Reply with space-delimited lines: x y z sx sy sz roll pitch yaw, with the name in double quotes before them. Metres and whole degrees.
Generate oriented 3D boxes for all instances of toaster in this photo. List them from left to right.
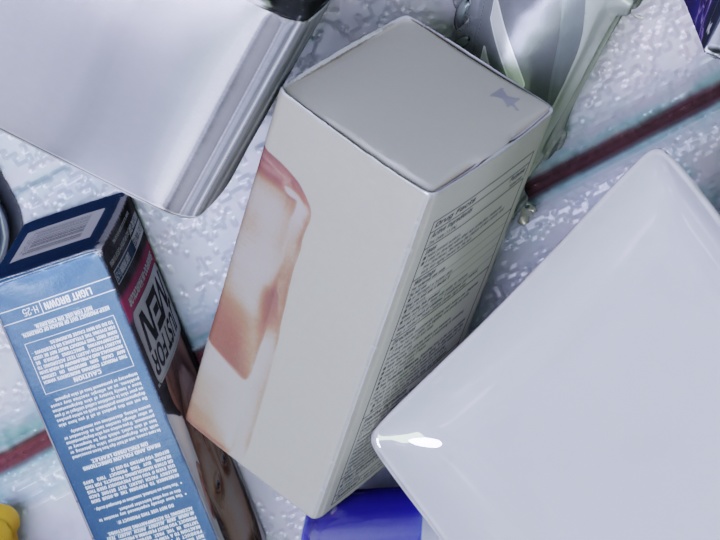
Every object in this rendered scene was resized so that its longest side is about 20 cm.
"toaster" -0.101 -0.126 0.950 0.200 0.181 0.119 27 110 -5

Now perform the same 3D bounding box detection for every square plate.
"square plate" 0.124 0.085 0.914 0.200 0.028 0.198 -47 70 28

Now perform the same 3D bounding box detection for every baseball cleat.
"baseball cleat" 0.063 -0.102 1.017 0.106 0.070 0.200 33 105 9

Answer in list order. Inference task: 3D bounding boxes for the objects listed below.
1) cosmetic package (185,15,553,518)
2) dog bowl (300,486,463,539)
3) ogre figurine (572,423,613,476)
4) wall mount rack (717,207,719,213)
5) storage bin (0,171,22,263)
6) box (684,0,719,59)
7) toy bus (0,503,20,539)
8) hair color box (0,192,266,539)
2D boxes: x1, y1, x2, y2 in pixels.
"cosmetic package" 0.000 0.000 0.980 0.087 0.103 0.200 36 131 19
"dog bowl" 0.019 0.203 1.036 0.079 0.200 0.200 -3 108 6
"ogre figurine" 0.118 0.115 1.020 0.098 0.120 0.200 12 107 0
"wall mount rack" 0.226 0.006 1.030 0.174 0.075 0.200 -35 102 13
"storage bin" -0.273 0.005 1.021 0.200 0.134 0.146 -22 105 10
"box" 0.215 -0.184 0.935 0.079 0.141 0.200 21 107 -4
"toy bus" -0.211 0.214 1.083 0.192 0.136 0.200 1 109 3
"hair color box" -0.109 0.073 1.052 0.060 0.100 0.200 -17 107 8
